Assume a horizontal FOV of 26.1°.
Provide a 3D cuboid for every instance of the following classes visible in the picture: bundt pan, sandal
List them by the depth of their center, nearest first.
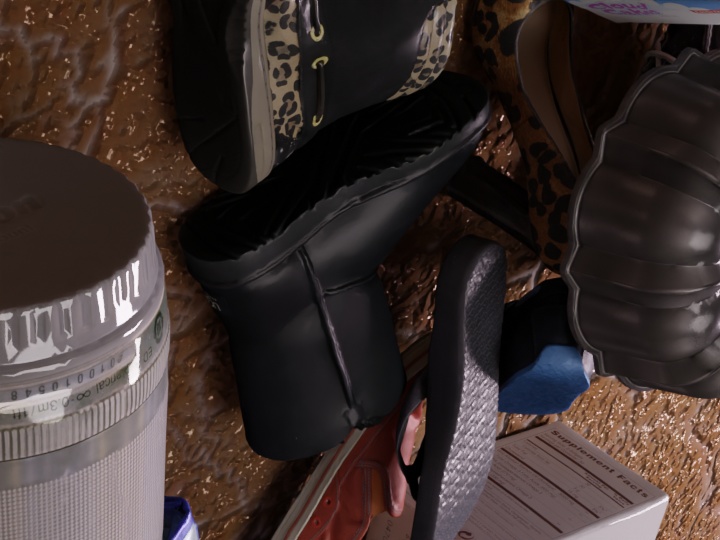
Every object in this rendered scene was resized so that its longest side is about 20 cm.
[{"bbox_3d":[0.207,-0.019,0.865,0.200,0.075,0.205,-15,114,-37],"label":"bundt pan"},{"bbox_3d":[0.051,0.074,0.920,0.076,0.042,0.203,-23,123,-58],"label":"sandal"}]

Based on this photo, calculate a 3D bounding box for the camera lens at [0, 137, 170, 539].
[{"bbox_3d":[-0.163,0.064,0.677,0.159,0.159,0.202,-21,130,-37],"label":"camera lens"}]

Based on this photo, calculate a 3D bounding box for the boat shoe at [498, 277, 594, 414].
[{"bbox_3d":[0.113,0.051,0.993,0.083,0.200,0.070,8,76,-13],"label":"boat shoe"}]

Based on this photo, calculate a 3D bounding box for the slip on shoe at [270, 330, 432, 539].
[{"bbox_3d":[0.007,0.125,0.972,0.201,0.061,0.074,-59,174,8],"label":"slip on shoe"}]

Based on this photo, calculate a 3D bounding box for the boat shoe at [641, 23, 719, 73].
[{"bbox_3d":[0.203,-0.117,0.945,0.067,0.072,0.202,-6,127,-2],"label":"boat shoe"}]

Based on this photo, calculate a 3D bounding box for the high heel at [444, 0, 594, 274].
[{"bbox_3d":[0.126,-0.101,0.893,0.071,0.142,0.202,-11,124,-41],"label":"high heel"}]

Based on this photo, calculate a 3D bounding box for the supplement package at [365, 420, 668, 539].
[{"bbox_3d":[0.106,0.203,1.110,0.198,0.117,0.118,-10,123,-43],"label":"supplement package"}]

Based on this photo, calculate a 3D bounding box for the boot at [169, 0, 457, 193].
[{"bbox_3d":[-0.020,-0.153,0.760,0.153,0.073,0.206,-28,134,-39],"label":"boot"}]

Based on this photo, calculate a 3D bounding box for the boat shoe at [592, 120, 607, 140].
[{"bbox_3d":[0.185,-0.079,1.047,0.203,0.063,0.074,-61,174,26],"label":"boat shoe"}]

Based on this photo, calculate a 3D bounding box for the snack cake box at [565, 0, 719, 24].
[{"bbox_3d":[0.184,-0.238,0.838,0.067,0.114,0.203,7,91,-50],"label":"snack cake box"}]

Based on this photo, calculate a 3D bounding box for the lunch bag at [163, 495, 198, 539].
[{"bbox_3d":[-0.165,0.222,0.818,0.198,0.127,0.172,-24,133,-22],"label":"lunch bag"}]

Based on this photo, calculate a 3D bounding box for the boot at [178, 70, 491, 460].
[{"bbox_3d":[0.000,0.000,0.879,0.199,0.076,0.169,-35,136,-19],"label":"boot"}]
